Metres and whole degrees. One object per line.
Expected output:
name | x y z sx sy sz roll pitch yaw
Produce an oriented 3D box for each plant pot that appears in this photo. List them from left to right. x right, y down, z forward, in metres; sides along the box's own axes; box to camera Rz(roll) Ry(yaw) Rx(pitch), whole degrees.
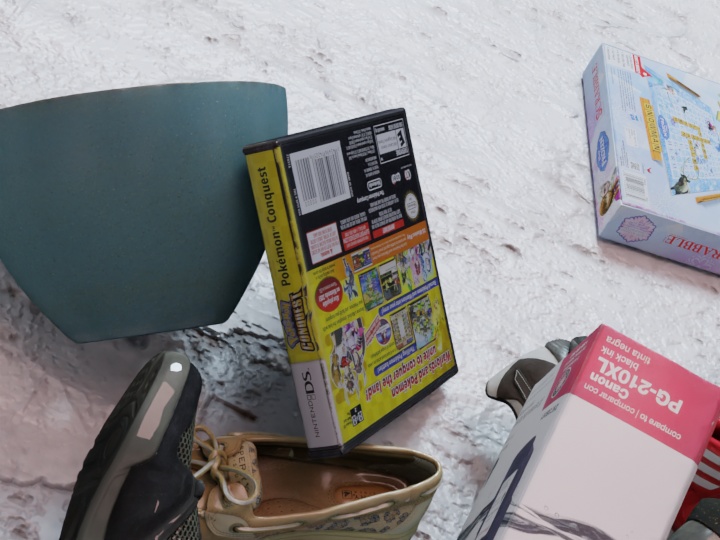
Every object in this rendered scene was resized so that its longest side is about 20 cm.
plant pot | -0.134 -0.029 0.976 0.199 0.200 0.136 -8 89 -34

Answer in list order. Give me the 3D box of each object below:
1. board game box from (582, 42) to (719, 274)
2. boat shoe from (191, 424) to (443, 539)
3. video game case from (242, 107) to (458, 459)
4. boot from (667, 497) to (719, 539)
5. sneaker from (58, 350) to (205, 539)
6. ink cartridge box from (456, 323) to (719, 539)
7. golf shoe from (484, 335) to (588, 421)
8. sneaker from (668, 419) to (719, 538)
board game box | 0.284 -0.082 1.335 0.198 0.041 0.201 17 44 -14
boat shoe | -0.050 0.122 0.949 0.199 0.063 0.074 3 50 -25
video game case | 0.000 0.000 0.995 0.200 0.025 0.182 -25 104 -65
boot | 0.224 0.246 0.968 0.131 0.068 0.200 -43 96 -19
sneaker | -0.100 0.148 0.862 0.114 0.076 0.201 21 69 -20
ink cartridge box | 0.107 0.149 0.899 0.084 0.145 0.201 29 70 1
golf shoe | 0.139 0.145 1.036 0.094 0.078 0.201 -17 73 11
sneaker | 0.270 0.176 1.034 0.200 0.116 0.078 39 44 10
